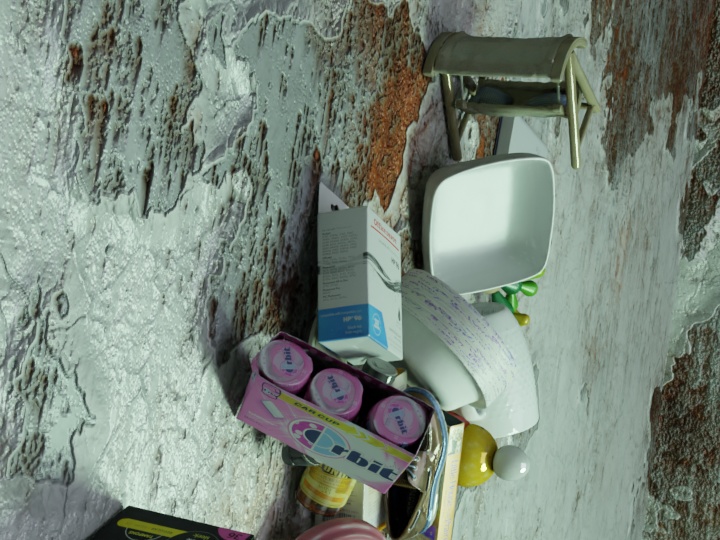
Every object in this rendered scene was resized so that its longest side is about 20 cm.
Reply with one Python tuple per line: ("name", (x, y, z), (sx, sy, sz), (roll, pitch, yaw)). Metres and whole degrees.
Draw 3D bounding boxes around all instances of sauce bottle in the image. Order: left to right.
("sauce bottle", (-0.015, 0.198, 1.637), (0.066, 0.066, 0.201), (-19, 135, -63))

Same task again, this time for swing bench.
("swing bench", (0.217, -0.258, 1.934), (0.200, 0.198, 0.130), (66, 39, -50))

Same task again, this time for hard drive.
("hard drive", (0.263, -0.172, 2.262), (0.200, 0.025, 0.133), (29, 70, -64))

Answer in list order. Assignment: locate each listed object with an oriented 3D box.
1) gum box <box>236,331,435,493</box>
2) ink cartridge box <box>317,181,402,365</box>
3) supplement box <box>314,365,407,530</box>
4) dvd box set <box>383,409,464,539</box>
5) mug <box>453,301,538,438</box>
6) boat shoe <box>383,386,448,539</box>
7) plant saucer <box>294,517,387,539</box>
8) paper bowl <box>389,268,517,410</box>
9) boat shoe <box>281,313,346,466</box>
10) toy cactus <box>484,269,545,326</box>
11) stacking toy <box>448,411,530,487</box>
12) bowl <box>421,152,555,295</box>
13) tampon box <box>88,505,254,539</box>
("gum box", (-0.034, 0.152, 1.487), (0.066, 0.199, 0.114), (-65, -177, -34))
("ink cartridge box", (0.000, 0.000, 1.634), (0.116, 0.067, 0.201), (39, 47, -62))
("supplement box", (0.000, 0.230, 1.743), (0.126, 0.073, 0.202), (-21, 115, -63))
("dvd box set", (0.070, 0.266, 1.804), (0.029, 0.146, 0.201), (-10, 113, -38))
("mug", (0.174, 0.149, 2.008), (0.200, 0.147, 0.177), (-35, 119, -66))
("boat shoe", (0.064, 0.247, 1.713), (0.072, 0.072, 0.201), (-29, 122, -57))
("plant saucer", (-0.032, 0.397, 1.644), (0.200, 0.051, 0.202), (-17, 119, -33))
("paper bowl", (0.100, 0.102, 1.794), (0.104, 0.200, 0.201), (-44, 144, -11))
("boat shoe", (-0.061, 0.138, 1.608), (0.073, 0.062, 0.201), (41, 40, -41))
("toy cactus", (0.220, 0.013, 2.172), (0.164, 0.102, 0.202), (9, 90, -47))
("stacking toy", (0.143, 0.256, 1.909), (0.146, 0.199, 0.147), (-32, 126, -59))
("bowl", (0.172, -0.075, 1.946), (0.198, 0.075, 0.201), (-12, 122, -20))
("tampon box", (-0.182, 0.348, 1.288), (0.126, 0.149, 0.201), (-40, 132, -55))
